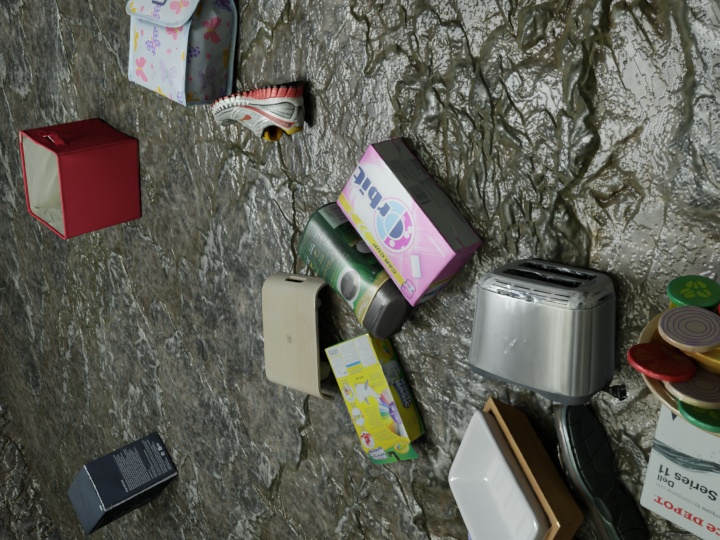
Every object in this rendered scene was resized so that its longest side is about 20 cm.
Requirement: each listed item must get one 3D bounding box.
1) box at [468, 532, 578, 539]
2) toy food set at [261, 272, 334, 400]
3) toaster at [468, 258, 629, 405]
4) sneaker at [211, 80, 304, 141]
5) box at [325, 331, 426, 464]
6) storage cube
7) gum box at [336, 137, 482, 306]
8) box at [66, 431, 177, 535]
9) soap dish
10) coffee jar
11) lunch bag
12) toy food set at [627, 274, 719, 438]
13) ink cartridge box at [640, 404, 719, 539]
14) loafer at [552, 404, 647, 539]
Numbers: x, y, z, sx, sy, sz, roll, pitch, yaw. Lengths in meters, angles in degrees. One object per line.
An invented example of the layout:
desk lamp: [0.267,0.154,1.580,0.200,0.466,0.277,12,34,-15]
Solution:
box: [0.237,0.396,1.034,0.198,0.041,0.122,30,125,38]
toy food set: [-0.099,0.110,1.268,0.141,0.060,0.206,8,103,45]
toaster: [0.218,0.067,0.871,0.197,0.112,0.133,15,114,44]
sneaker: [-0.163,-0.241,1.173,0.197,0.077,0.084,5,110,45]
box: [0.027,0.199,1.170,0.116,0.048,0.205,-23,86,48]
storage cube: [-0.576,-0.194,1.547,0.169,0.178,0.205,27,124,36]
gum box: [0.058,-0.071,1.015,0.202,0.065,0.114,54,134,17]
box: [-0.580,0.516,1.816,0.125,0.194,0.200,56,135,13]
soap dish: [0.194,0.290,0.957,0.202,0.079,0.160,-114,32,-50]
coffee jar: [0.000,0.000,1.091,0.200,0.084,0.106,47,132,24]
lunch bag: [-0.294,-0.390,1.219,0.168,0.126,0.205,28,118,33]
toy food set: [0.347,0.081,0.677,0.193,0.201,0.050,9,129,26]
ink cartridge box: [0.382,0.177,0.763,0.145,0.082,0.205,22,121,39]
loafer: [0.278,0.259,0.918,0.063,0.071,0.204,-27,87,53]
